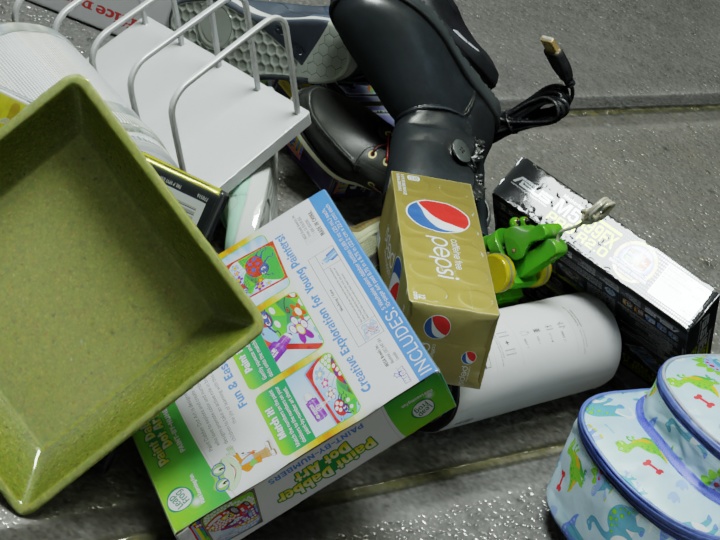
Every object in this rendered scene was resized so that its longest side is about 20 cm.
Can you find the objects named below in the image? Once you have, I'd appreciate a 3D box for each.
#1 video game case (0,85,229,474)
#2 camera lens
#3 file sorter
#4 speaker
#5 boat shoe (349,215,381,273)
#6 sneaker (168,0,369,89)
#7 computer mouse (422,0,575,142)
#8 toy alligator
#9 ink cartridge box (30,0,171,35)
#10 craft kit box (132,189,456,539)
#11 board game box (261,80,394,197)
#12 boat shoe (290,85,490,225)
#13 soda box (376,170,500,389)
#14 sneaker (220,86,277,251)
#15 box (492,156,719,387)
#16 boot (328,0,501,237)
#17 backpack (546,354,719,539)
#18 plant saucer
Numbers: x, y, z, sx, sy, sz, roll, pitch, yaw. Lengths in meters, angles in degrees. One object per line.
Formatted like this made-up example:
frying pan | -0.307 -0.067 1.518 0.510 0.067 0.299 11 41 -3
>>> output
video game case | -0.206 0.003 1.189 0.179 0.202 0.026 25 4 2
camera lens | -0.229 -0.070 1.313 0.159 0.161 0.200 -8 42 -42
file sorter | -0.162 -0.165 1.450 0.199 0.125 0.139 32 58 30
speaker | 0.115 0.069 1.418 0.199 0.082 0.081 -11 44 -44
boat shoe | 0.001 0.000 1.468 0.066 0.071 0.201 60 24 5
sneaker | -0.059 -0.209 1.638 0.201 0.078 0.146 15 19 27
computer mouse | 0.099 -0.179 1.565 0.201 0.139 0.046 54 31 -34
toy alligator | 0.120 -0.014 1.430 0.059 0.200 0.055 -6 59 -48
ink cartridge box | -0.217 -0.325 1.688 0.143 0.201 0.084 21 33 -4
craft kit box | -0.064 0.065 1.214 0.196 0.049 0.201 -29 46 -2
board game box | -0.006 -0.147 1.698 0.164 0.057 0.200 -4 41 -36
boat shoe | 0.027 -0.094 1.562 0.201 0.063 0.074 40 59 -12
soda box | 0.054 0.004 1.342 0.067 0.065 0.201 9 30 -8
sneaker | -0.128 -0.069 1.492 0.117 0.074 0.202 -2 47 1
box | 0.199 0.011 1.503 0.199 0.161 0.044 37 74 22
boot | 0.042 -0.121 1.480 0.200 0.076 0.169 43 38 -30
backpack | 0.245 0.152 1.314 0.198 0.148 0.183 -3 37 -33
plant saucer | -0.191 0.014 1.152 0.201 0.199 0.048 53 4 0
